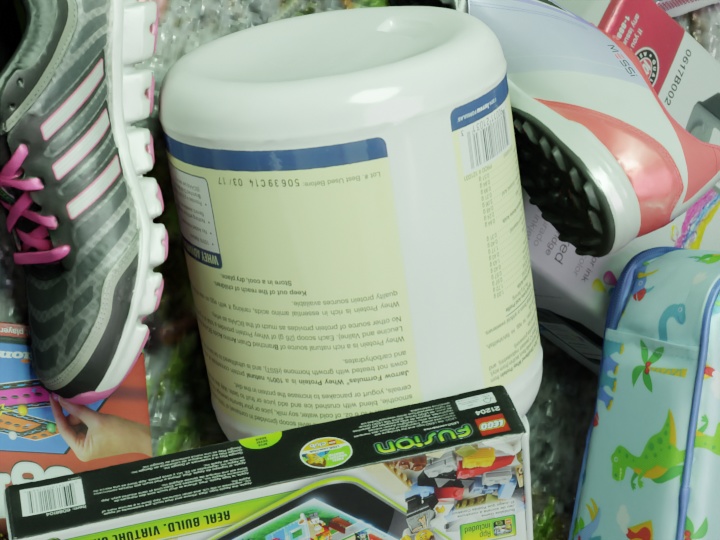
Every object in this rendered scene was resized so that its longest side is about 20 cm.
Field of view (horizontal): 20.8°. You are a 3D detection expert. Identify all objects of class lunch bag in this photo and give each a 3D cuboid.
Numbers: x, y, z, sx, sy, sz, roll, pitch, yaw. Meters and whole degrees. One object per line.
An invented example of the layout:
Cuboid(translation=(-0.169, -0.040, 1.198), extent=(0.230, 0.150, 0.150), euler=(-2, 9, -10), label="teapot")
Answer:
Cuboid(translation=(0.181, 0.093, 0.924), extent=(0.161, 0.082, 0.200), euler=(4, 95, -36), label="lunch bag")

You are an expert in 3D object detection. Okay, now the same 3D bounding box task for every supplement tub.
Cuboid(translation=(0.000, 0.000, 0.832), extent=(0.145, 0.145, 0.200), euler=(-22, 114, -33), label="supplement tub")

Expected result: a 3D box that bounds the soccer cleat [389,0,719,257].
Cuboid(translation=(0.080, -0.092, 0.872), extent=(0.073, 0.200, 0.068), euler=(-24, 148, -19), label="soccer cleat")

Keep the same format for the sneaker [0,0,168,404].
Cuboid(translation=(-0.130, -0.046, 0.779), extent=(0.087, 0.074, 0.200), euler=(0, 90, -37), label="sneaker")

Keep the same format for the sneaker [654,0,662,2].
Cuboid(translation=(0.182, -0.221, 0.963), extent=(0.200, 0.070, 0.082), euler=(-47, 123, -21), label="sneaker")

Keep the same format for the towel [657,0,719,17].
Cuboid(translation=(0.185, -0.239, 1.020), extent=(0.146, 0.030, 0.200), euler=(-21, 108, -32), label="towel")

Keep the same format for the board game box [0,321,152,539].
Cuboid(translation=(-0.171, 0.068, 0.771), extent=(0.200, 0.019, 0.103), euler=(8, 67, -37), label="board game box")

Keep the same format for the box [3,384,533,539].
Cuboid(translation=(-0.031, 0.117, 0.776), extent=(0.200, 0.035, 0.110), euler=(-12, 123, -8), label="box")

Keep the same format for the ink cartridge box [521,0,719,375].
Cuboid(translation=(0.136, -0.033, 0.975), extent=(0.200, 0.086, 0.148), euler=(34, 76, -34), label="ink cartridge box")
